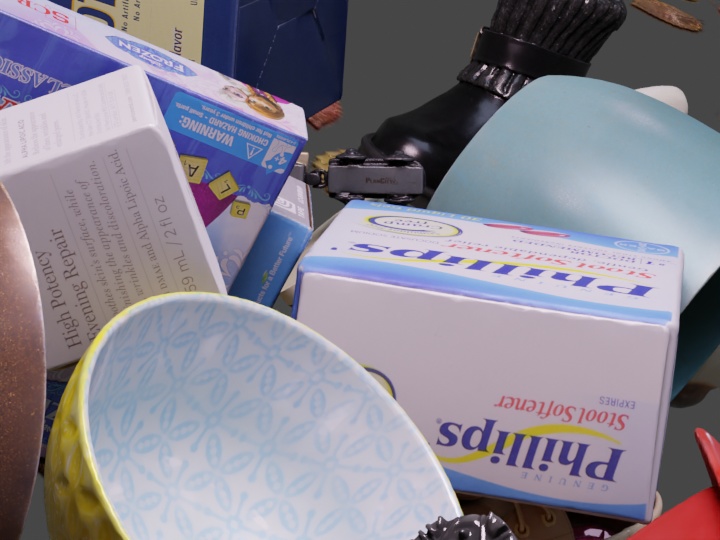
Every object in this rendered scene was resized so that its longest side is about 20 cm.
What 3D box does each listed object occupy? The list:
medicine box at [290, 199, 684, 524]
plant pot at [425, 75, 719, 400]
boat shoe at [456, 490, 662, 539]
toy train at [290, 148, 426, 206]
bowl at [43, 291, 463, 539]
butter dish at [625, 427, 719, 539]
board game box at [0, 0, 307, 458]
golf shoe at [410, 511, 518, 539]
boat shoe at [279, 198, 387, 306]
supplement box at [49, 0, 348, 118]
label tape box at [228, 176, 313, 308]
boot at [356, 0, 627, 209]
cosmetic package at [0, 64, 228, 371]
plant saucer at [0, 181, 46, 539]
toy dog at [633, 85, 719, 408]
[{"bbox_3d":[0.064,0.041,1.412,0.182,0.103,0.200,8,11,5],"label":"medicine box"},{"bbox_3d":[0.131,-0.015,1.616,0.161,0.201,0.200,39,23,15],"label":"plant pot"},{"bbox_3d":[0.077,0.127,1.426,0.200,0.069,0.074,3,33,-48],"label":"boat shoe"},{"bbox_3d":[-0.062,-0.055,1.614,0.199,0.034,0.046,2,4,2],"label":"toy train"},{"bbox_3d":[-0.061,0.119,1.198,0.200,0.108,0.200,28,39,-25],"label":"bowl"},{"bbox_3d":[0.148,0.206,1.257,0.200,0.148,0.200,-106,175,-60],"label":"butter dish"},{"bbox_3d":[-0.156,-0.021,1.299,0.200,0.200,0.041,22,22,-15],"label":"board game box"},{"bbox_3d":[0.046,0.196,1.121,0.078,0.201,0.094,0,-8,28],"label":"golf shoe"},{"bbox_3d":[-0.002,0.002,1.626,0.063,0.074,0.201,52,13,-9],"label":"boat shoe"},{"bbox_3d":[-0.130,-0.158,1.637,0.199,0.135,0.200,9,16,17],"label":"supplement box"},{"bbox_3d":[-0.142,-0.011,1.366,0.200,0.144,0.063,23,22,-13],"label":"label tape box"},{"bbox_3d":[0.086,-0.125,1.883,0.079,0.158,0.211,35,22,17],"label":"boot"},{"bbox_3d":[-0.169,-0.005,1.236,0.200,0.102,0.074,-20,28,-1],"label":"cosmetic package"},{"bbox_3d":[-0.184,0.048,1.110,0.032,0.201,0.200,3,32,-36],"label":"plant saucer"},{"bbox_3d":[0.186,-0.011,1.782,0.194,0.140,0.200,6,32,-44],"label":"toy dog"}]
